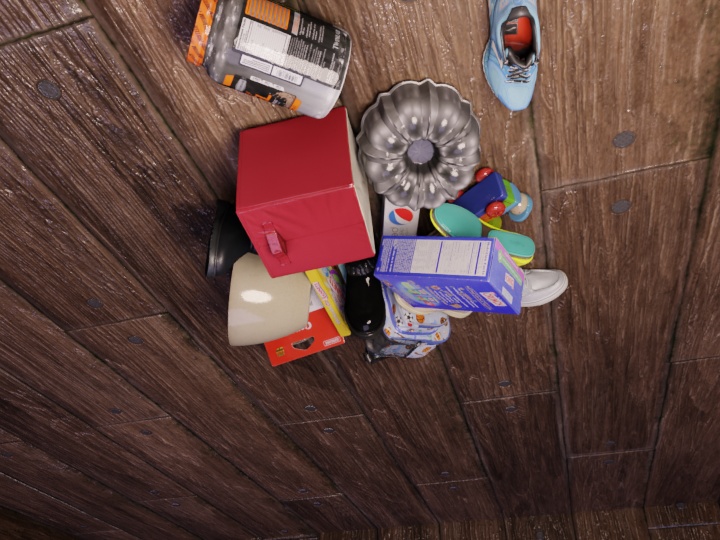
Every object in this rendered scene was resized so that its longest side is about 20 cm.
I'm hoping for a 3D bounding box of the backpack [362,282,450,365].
[{"bbox_3d":[0.093,0.084,1.317,0.188,0.204,0.153,15,145,-40],"label":"backpack"}]

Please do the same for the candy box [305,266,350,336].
[{"bbox_3d":[-0.060,0.027,1.270,0.026,0.103,0.202,-11,133,17],"label":"candy box"}]

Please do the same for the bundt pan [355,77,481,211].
[{"bbox_3d":[0.091,-0.178,0.982,0.197,0.076,0.205,0,122,0],"label":"bundt pan"}]

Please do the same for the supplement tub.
[{"bbox_3d":[-0.120,-0.289,0.855,0.196,0.124,0.123,16,141,-19],"label":"supplement tub"}]

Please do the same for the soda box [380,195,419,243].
[{"bbox_3d":[0.070,-0.101,1.150,0.062,0.069,0.202,1,143,-2],"label":"soda box"}]

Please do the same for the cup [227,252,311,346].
[{"bbox_3d":[-0.166,0.049,1.237,0.140,0.203,0.202,6,144,-3],"label":"cup"}]

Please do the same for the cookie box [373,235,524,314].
[{"bbox_3d":[0.148,0.008,1.059,0.197,0.077,0.171,3,161,31],"label":"cookie box"}]

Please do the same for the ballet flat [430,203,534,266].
[{"bbox_3d":[0.194,-0.050,1.078,0.196,0.068,0.067,19,156,-14],"label":"ballet flat"}]

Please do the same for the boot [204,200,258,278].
[{"bbox_3d":[-0.177,-0.047,1.127,0.165,0.201,0.078,11,121,-11],"label":"boot"}]

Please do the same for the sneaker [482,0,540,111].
[{"bbox_3d":[0.205,-0.290,0.876,0.077,0.091,0.201,-8,144,11],"label":"sneaker"}]

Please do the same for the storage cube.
[{"bbox_3d":[-0.083,-0.119,1.025,0.176,0.203,0.172,-12,142,6],"label":"storage cube"}]

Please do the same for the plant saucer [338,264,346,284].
[{"bbox_3d":[-0.046,-0.033,1.249,0.019,0.071,0.201,-24,141,-3],"label":"plant saucer"}]

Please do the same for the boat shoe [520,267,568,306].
[{"bbox_3d":[0.320,0.032,1.326,0.197,0.071,0.072,-14,145,22],"label":"boat shoe"}]

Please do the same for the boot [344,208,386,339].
[{"bbox_3d":[-0.003,0.000,1.172,0.078,0.215,0.159,-7,148,5],"label":"boot"}]

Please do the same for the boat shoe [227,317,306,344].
[{"bbox_3d":[-0.197,0.116,1.441,0.195,0.076,0.069,3,150,-3],"label":"boat shoe"}]

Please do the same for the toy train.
[{"bbox_3d":[0.204,-0.090,1.164,0.114,0.086,0.199,13,144,-38],"label":"toy train"}]

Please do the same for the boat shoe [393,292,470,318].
[{"bbox_3d":[0.150,0.045,1.232,0.197,0.073,0.065,13,147,-33],"label":"boat shoe"}]

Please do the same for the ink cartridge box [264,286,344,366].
[{"bbox_3d":[-0.148,0.097,1.347,0.197,0.177,0.043,-20,178,26],"label":"ink cartridge box"}]
